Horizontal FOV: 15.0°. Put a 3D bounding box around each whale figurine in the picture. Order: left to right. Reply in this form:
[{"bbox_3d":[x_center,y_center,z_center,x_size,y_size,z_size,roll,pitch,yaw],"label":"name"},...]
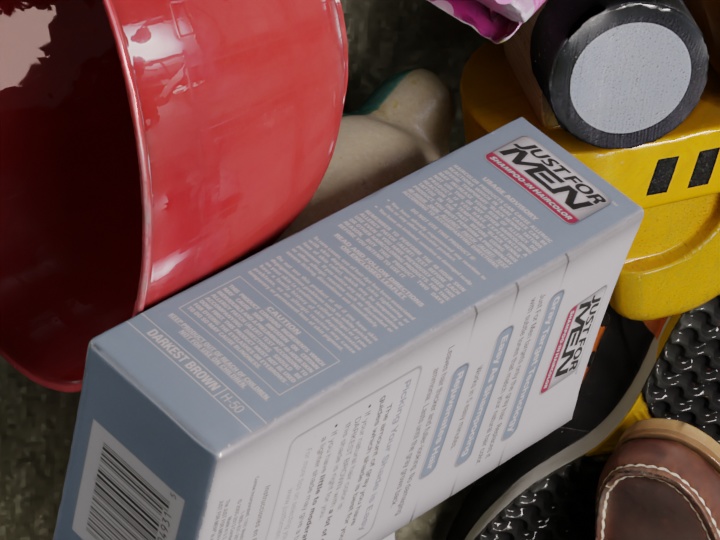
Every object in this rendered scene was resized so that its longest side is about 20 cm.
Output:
[{"bbox_3d":[0.000,0.000,1.025,0.200,0.103,0.160,-12,113,-53],"label":"whale figurine"}]

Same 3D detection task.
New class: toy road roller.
[{"bbox_3d":[0.134,-0.071,0.988,0.199,0.123,0.147,-12,125,-8],"label":"toy road roller"}]

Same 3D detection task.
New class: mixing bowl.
[{"bbox_3d":[-0.074,-0.072,0.888,0.108,0.200,0.201,-18,112,-29],"label":"mixing bowl"}]

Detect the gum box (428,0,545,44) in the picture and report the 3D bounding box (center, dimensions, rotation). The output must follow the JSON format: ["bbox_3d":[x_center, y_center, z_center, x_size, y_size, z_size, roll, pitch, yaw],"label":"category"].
[{"bbox_3d":[0.005,-0.175,0.911,0.200,0.066,0.114,34,84,12],"label":"gum box"}]

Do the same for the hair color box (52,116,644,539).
[{"bbox_3d":[-0.003,0.036,0.878,0.200,0.061,0.099,-28,146,-39],"label":"hair color box"}]

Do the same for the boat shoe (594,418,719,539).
[{"bbox_3d":[0.130,0.155,1.061,0.070,0.070,0.201,-48,129,-44],"label":"boat shoe"}]

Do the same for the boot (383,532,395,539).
[{"bbox_3d":[-0.038,0.157,0.968,0.095,0.073,0.201,-39,140,-37],"label":"boot"}]

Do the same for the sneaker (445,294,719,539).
[{"bbox_3d":[0.100,0.048,1.099,0.070,0.090,0.200,23,120,-29],"label":"sneaker"}]
